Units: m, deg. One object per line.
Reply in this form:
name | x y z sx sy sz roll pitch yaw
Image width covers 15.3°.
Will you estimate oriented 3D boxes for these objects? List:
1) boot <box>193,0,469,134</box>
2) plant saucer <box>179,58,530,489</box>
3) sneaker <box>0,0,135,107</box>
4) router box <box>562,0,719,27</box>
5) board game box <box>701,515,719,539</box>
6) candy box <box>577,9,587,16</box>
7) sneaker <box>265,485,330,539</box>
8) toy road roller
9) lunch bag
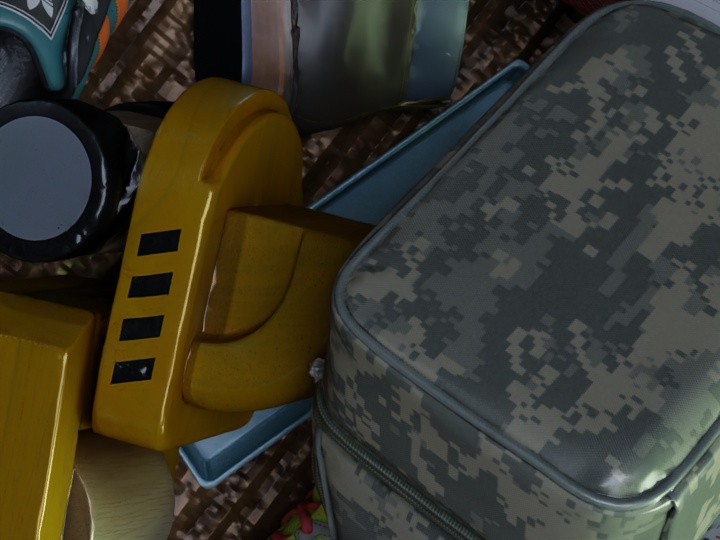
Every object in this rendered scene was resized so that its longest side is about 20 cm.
boot | -0.006 -0.150 1.017 0.097 0.075 0.201 0 104 -24
plant saucer | 0.000 0.000 1.053 0.200 0.019 0.070 -35 102 -7
sneaker | -0.113 -0.106 0.981 0.071 0.080 0.200 26 89 -11
router box | 0.164 -0.166 0.973 0.200 0.179 0.049 -52 139 -4
board game box | 0.227 0.105 1.031 0.200 0.126 0.035 9 60 -37
candy box | 0.158 -0.173 1.070 0.102 0.026 0.200 40 85 -10
sneaker | 0.002 0.097 1.040 0.200 0.078 0.091 -21 92 -17
toy road roller | -0.064 0.032 0.949 0.146 0.123 0.201 14 97 17
lunch bag | 0.077 0.036 0.902 0.139 0.168 0.200 31 57 19
